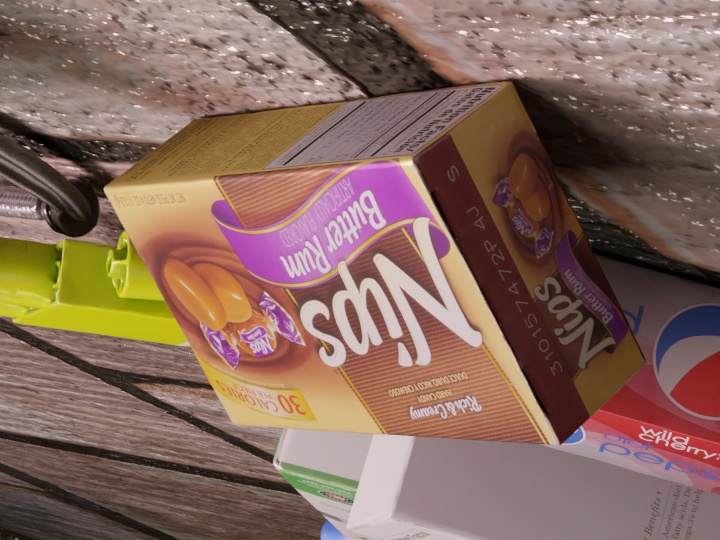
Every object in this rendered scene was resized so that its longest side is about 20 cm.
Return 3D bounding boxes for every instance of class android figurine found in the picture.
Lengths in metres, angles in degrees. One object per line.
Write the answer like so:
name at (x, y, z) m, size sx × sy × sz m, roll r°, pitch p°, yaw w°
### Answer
android figurine at (-0.096, 0.011, 1.074) m, size 0.199 × 0.041 × 0.182 m, roll 7°, pitch 172°, yaw -16°

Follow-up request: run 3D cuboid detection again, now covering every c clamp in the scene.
c clamp at (-0.198, -0.046, 1.068) m, size 0.199 × 0.027 × 0.171 m, roll 4°, pitch 157°, yaw 48°

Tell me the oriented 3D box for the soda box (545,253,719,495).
soda box at (0.109, 0.039, 0.915) m, size 0.199 × 0.070 × 0.063 m, roll 15°, pitch 159°, yaw 6°

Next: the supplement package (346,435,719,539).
supplement package at (0.110, 0.094, 1.043) m, size 0.199 × 0.118 × 0.117 m, roll 19°, pitch 168°, yaw -6°

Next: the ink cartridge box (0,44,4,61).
ink cartridge box at (-0.257, -0.089, 0.823) m, size 0.145 × 0.085 × 0.200 m, roll 6°, pitch 163°, yaw 40°

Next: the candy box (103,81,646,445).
candy box at (0.000, 0.000, 0.816) m, size 0.199 × 0.056 × 0.117 m, roll 0°, pitch 123°, yaw 54°

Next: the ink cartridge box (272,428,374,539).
ink cartridge box at (0.047, 0.116, 1.281) m, size 0.146 × 0.084 × 0.200 m, roll 13°, pitch 165°, yaw 14°

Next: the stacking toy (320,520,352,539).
stacking toy at (0.001, 0.205, 1.442) m, size 0.085 × 0.201 × 0.085 m, roll 15°, pitch 167°, yaw 4°
